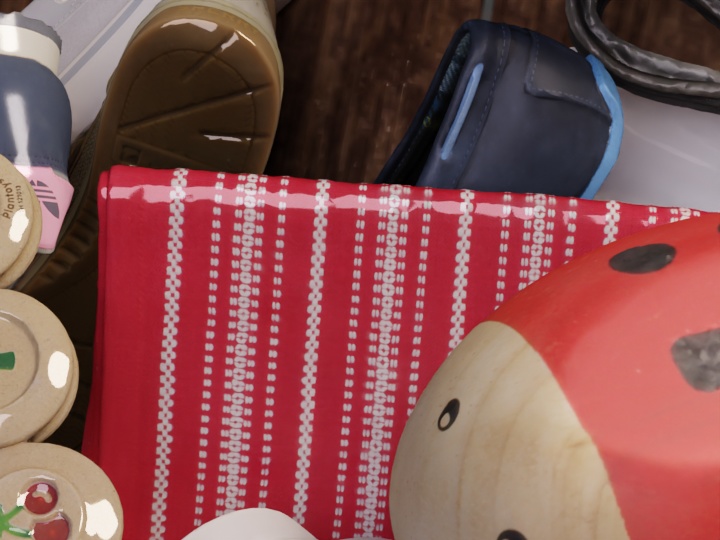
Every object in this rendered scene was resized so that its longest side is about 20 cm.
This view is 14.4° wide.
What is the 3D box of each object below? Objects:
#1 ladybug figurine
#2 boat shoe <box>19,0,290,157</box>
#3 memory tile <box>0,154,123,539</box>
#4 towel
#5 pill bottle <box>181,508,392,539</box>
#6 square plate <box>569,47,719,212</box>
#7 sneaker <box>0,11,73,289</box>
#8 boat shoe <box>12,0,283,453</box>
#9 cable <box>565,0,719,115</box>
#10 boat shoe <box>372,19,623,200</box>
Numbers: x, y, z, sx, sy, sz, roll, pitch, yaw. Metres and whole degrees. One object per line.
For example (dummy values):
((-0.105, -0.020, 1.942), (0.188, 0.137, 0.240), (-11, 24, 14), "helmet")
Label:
((0.104, 0.038, 0.786), (0.200, 0.072, 0.136), (-20, 60, -19), "ladybug figurine")
((-0.073, -0.099, 0.976), (0.069, 0.072, 0.200), (47, 104, 17), "boat shoe")
((-0.145, 0.064, 0.788), (0.153, 0.017, 0.200), (-16, 65, -6), "memory tile")
((0.013, 0.043, 0.874), (0.199, 0.022, 0.145), (4, 105, 2), "towel")
((0.018, 0.150, 0.792), (0.200, 0.112, 0.113), (36, 92, 36), "pill bottle")
((0.120, 0.052, 0.916), (0.200, 0.028, 0.199), (21, 87, 17), "square plate")
((-0.149, -0.001, 0.922), (0.070, 0.200, 0.082), (3, 61, -27), "sneaker")
((-0.072, -0.011, 0.940), (0.072, 0.065, 0.200), (20, 121, -5), "boat shoe")
((0.151, -0.043, 0.881), (0.097, 0.050, 0.200), (-42, 76, 2), "cable")
((0.000, 0.000, 0.916), (0.069, 0.084, 0.200), (29, 104, -25), "boat shoe")
